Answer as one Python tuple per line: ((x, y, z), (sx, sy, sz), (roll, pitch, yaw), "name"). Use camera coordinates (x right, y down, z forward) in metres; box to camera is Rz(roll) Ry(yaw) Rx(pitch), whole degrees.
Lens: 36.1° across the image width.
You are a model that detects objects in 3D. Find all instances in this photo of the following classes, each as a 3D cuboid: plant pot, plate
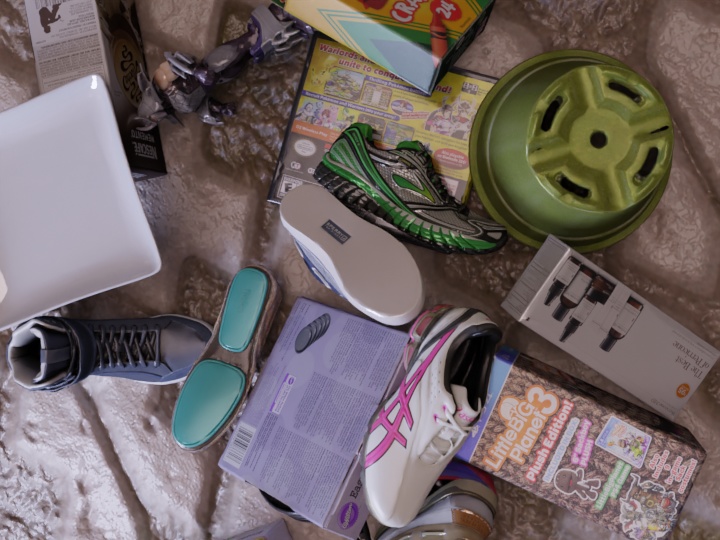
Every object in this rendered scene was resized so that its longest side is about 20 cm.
((0.202, -0.111, 0.992), (0.199, 0.190, 0.201), (0, 93, 2), "plant pot")
((-0.302, -0.062, 1.067), (0.199, 0.032, 0.200), (-20, 87, 11), "plate")

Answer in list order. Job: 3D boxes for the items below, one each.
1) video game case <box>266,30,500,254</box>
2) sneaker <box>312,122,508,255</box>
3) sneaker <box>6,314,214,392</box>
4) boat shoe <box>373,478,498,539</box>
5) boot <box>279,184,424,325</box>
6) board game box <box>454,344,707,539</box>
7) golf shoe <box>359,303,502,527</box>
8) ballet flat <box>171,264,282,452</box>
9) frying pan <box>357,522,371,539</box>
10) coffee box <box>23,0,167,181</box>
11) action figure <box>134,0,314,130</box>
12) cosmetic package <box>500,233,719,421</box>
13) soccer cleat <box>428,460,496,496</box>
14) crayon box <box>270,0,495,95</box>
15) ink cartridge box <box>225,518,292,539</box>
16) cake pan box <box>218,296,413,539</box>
((0.023, -0.130, 1.122), (0.199, 0.025, 0.182), (17, 93, 11), "video game case")
((0.054, -0.078, 1.063), (0.199, 0.078, 0.085), (30, 95, 10), "sneaker")
((-0.255, 0.082, 1.116), (0.201, 0.146, 0.077), (-2, 88, 9), "sneaker")
((0.056, 0.271, 1.048), (0.075, 0.069, 0.200), (28, 133, -6), "boat shoe")
((0.000, 0.000, 1.057), (0.073, 0.090, 0.200), (-35, 52, -10), "boot")
((0.198, 0.157, 1.021), (0.199, 0.159, 0.097), (24, 94, 9), "board game box")
((0.059, 0.125, 0.941), (0.072, 0.092, 0.201), (22, 84, -26), "golf shoe")
((-0.128, 0.092, 1.126), (0.068, 0.067, 0.201), (24, 86, 14), "ballet flat")
((-0.033, 0.192, 1.089), (0.114, 0.031, 0.191), (-6, 59, 26), "frying pan")
((-0.270, -0.192, 1.133), (0.079, 0.113, 0.201), (-11, 89, 11), "coffee box")
((-0.144, -0.201, 1.107), (0.200, 0.130, 0.069), (-36, 84, -2), "action figure")
((0.234, 0.055, 1.024), (0.200, 0.051, 0.083), (31, 99, -21), "cosmetic package")
((0.036, 0.208, 1.094), (0.199, 0.076, 0.067), (9, 92, 10), "soccer cleat")
((0.016, -0.268, 1.075), (0.200, 0.051, 0.127), (31, 53, 9), "crayon box")
((-0.137, 0.309, 1.064), (0.117, 0.200, 0.068), (-23, 86, 10), "ink cartridge box")
((-0.035, 0.136, 1.050), (0.184, 0.052, 0.201), (13, 75, 52), "cake pan box")
